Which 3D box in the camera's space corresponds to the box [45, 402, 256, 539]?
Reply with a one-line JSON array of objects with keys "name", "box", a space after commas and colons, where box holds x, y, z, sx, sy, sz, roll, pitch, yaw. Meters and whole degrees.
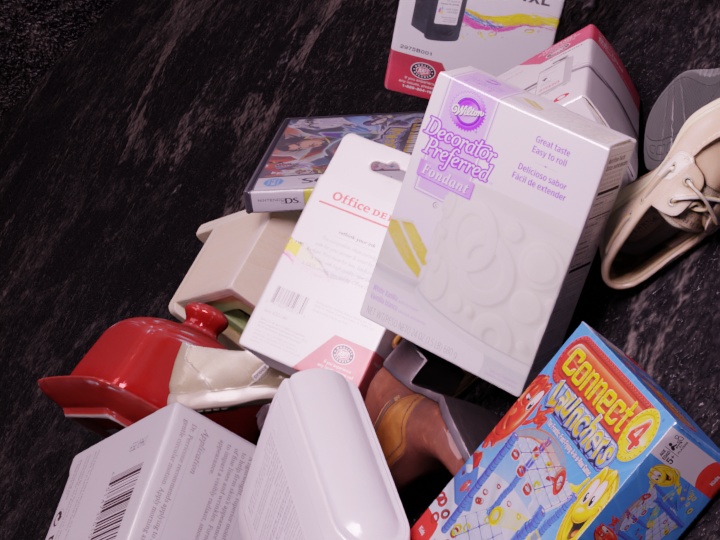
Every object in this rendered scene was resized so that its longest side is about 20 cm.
[{"name": "box", "box": [-0.182, 0.247, 1.759, 0.200, 0.131, 0.199, -30, 35, 50]}]

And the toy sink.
[{"name": "toy sink", "box": [-0.095, 0.024, 1.972, 0.200, 0.130, 0.112, -12, 45, 61]}]

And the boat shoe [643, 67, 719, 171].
[{"name": "boat shoe", "box": [0.275, -0.115, 1.476, 0.202, 0.065, 0.075, -34, 45, 56]}]

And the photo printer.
[{"name": "photo printer", "box": [-0.026, 0.196, 1.482, 0.200, 0.069, 0.167, -112, 33, -49]}]

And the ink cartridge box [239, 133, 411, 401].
[{"name": "ink cartridge box", "box": [0.000, 0.000, 1.682, 0.200, 0.116, 0.067, -64, -24, -8]}]

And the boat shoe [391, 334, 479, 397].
[{"name": "boat shoe", "box": [0.105, 0.014, 1.617, 0.200, 0.068, 0.072, -48, 20, 14]}]

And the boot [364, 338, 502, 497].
[{"name": "boot", "box": [0.021, 0.171, 1.540, 0.200, 0.068, 0.188, -57, 40, 15]}]

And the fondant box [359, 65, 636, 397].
[{"name": "fondant box", "box": [0.098, -0.030, 1.494, 0.058, 0.144, 0.200, -18, -50, -60]}]

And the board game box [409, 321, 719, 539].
[{"name": "board game box", "box": [0.131, 0.152, 1.335, 0.196, 0.056, 0.200, -51, 19, 6]}]

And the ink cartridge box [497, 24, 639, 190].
[{"name": "ink cartridge box", "box": [0.141, -0.104, 1.621, 0.146, 0.083, 0.200, -28, 15, 18]}]

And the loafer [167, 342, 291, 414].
[{"name": "loafer", "box": [-0.070, 0.081, 1.756, 0.076, 0.199, 0.068, 122, 140, -86]}]

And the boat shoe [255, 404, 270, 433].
[{"name": "boat shoe", "box": [-0.049, 0.059, 1.843, 0.200, 0.068, 0.072, -58, 2, -18]}]

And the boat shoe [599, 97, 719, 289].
[{"name": "boat shoe", "box": [0.236, -0.053, 1.436, 0.200, 0.072, 0.065, -42, 26, 44]}]

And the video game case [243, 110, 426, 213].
[{"name": "video game case", "box": [-0.002, -0.105, 1.922, 0.180, 0.026, 0.200, -3, 24, 11]}]

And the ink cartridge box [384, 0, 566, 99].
[{"name": "ink cartridge box", "box": [0.109, -0.244, 1.815, 0.200, 0.145, 0.083, 100, -174, -45]}]

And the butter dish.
[{"name": "butter dish", "box": [-0.168, 0.099, 1.883, 0.199, 0.200, 0.148, -9, 53, 63]}]
